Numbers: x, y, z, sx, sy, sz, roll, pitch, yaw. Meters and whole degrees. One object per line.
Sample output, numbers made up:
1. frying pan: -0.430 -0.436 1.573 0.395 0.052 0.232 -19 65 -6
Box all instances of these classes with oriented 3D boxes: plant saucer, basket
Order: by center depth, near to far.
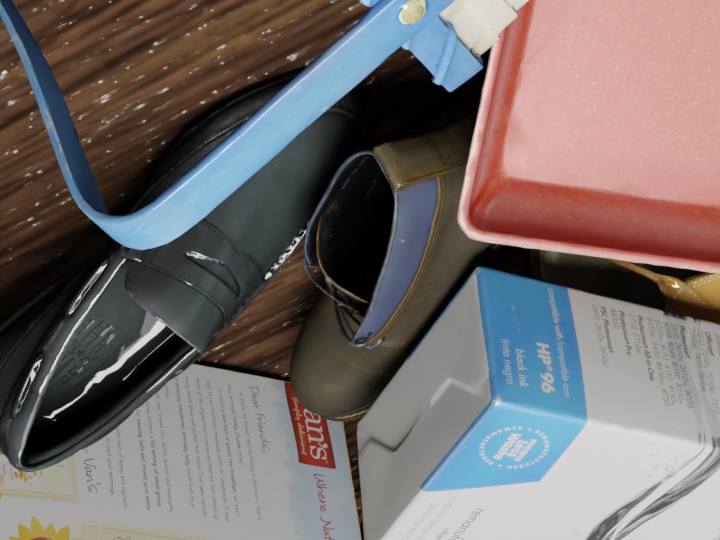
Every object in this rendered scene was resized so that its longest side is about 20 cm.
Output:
1. basket: -0.026 -0.119 0.685 0.200 0.176 0.139 -33 143 6
2. plant saucer: 0.144 -0.098 0.801 0.200 0.037 0.200 7 106 -13

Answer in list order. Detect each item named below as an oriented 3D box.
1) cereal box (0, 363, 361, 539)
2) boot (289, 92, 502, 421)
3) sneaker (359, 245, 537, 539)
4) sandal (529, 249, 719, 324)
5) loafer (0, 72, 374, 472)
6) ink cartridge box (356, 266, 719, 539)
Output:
1. cereal box: -0.091 0.104 0.968 0.200 0.144 0.040 13 141 -30
2. boot: 0.000 0.000 0.899 0.097 0.075 0.200 -14 151 -43
3. sneaker: 0.061 0.074 0.995 0.088 0.075 0.200 12 123 -9
4. sandal: 0.143 0.026 0.946 0.080 0.054 0.200 -44 128 -5
5. loafer: -0.070 0.004 0.891 0.201 0.070 0.068 -41 127 12
6. ink cartridge box: 0.113 0.077 0.907 0.200 0.068 0.116 13 138 -21
